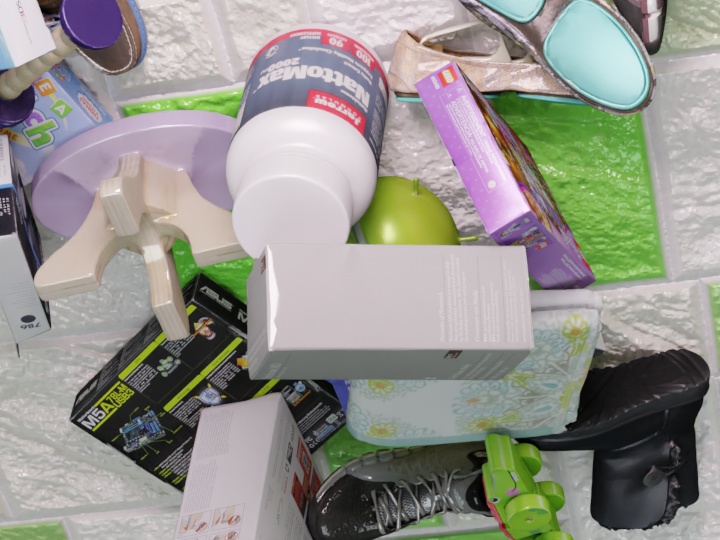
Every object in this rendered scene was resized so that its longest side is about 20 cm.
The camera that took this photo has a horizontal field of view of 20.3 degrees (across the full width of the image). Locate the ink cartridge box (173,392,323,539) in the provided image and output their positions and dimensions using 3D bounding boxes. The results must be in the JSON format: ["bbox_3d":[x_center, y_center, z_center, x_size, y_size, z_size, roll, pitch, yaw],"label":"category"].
[{"bbox_3d":[-0.087,0.244,1.767,0.083,0.201,0.176,-13,125,16],"label":"ink cartridge box"}]

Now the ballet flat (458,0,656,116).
[{"bbox_3d":[0.148,-0.189,1.526,0.200,0.072,0.072,40,127,14],"label":"ballet flat"}]

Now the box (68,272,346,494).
[{"bbox_3d":[-0.133,0.122,1.835,0.193,0.048,0.200,36,123,-17],"label":"box"}]

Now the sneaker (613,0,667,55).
[{"bbox_3d":[0.171,-0.258,1.510,0.114,0.076,0.202,-2,116,14],"label":"sneaker"}]

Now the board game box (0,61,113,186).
[{"bbox_3d":[-0.330,-0.128,1.676,0.199,0.037,0.151,-29,119,23],"label":"board game box"}]

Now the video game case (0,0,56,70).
[{"bbox_3d":[-0.334,-0.234,1.508,0.199,0.045,0.183,-2,114,44],"label":"video game case"}]

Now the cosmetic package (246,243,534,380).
[{"bbox_3d":[0.018,0.032,1.478,0.198,0.091,0.107,-3,165,-10],"label":"cosmetic package"}]

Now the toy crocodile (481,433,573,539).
[{"bbox_3d":[0.139,0.204,1.717,0.061,0.068,0.200,-18,144,12],"label":"toy crocodile"}]

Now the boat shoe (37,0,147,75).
[{"bbox_3d":[-0.240,-0.224,1.571,0.072,0.073,0.200,-24,121,22],"label":"boat shoe"}]

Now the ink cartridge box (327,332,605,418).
[{"bbox_3d":[0.084,0.079,1.714,0.197,0.047,0.200,-27,159,25],"label":"ink cartridge box"}]

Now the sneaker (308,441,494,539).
[{"bbox_3d":[0.057,0.194,1.762,0.199,0.115,0.076,-22,105,-20],"label":"sneaker"}]

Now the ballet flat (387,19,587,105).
[{"bbox_3d":[0.120,-0.165,1.585,0.198,0.068,0.068,2,99,3],"label":"ballet flat"}]

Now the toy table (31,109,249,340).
[{"bbox_3d":[-0.175,-0.043,1.648,0.199,0.118,0.184,-21,136,14],"label":"toy table"}]

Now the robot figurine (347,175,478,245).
[{"bbox_3d":[0.000,0.000,1.684,0.199,0.116,0.175,-35,117,27],"label":"robot figurine"}]

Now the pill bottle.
[{"bbox_3d":[-0.042,-0.094,1.566,0.118,0.201,0.120,3,127,4],"label":"pill bottle"}]

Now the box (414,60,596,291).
[{"bbox_3d":[0.115,-0.065,1.553,0.039,0.138,0.200,-29,157,11],"label":"box"}]

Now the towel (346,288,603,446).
[{"bbox_3d":[0.091,0.077,1.623,0.198,0.048,0.172,-4,143,-8],"label":"towel"}]

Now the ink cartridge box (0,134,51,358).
[{"bbox_3d":[-0.290,-0.017,1.681,0.039,0.100,0.200,-9,151,-5],"label":"ink cartridge box"}]

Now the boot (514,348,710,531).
[{"bbox_3d":[0.218,0.166,1.781,0.198,0.077,0.169,-13,128,-17],"label":"boot"}]

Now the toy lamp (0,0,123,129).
[{"bbox_3d":[-0.253,-0.157,1.554,0.058,0.058,0.200,37,146,-20],"label":"toy lamp"}]
